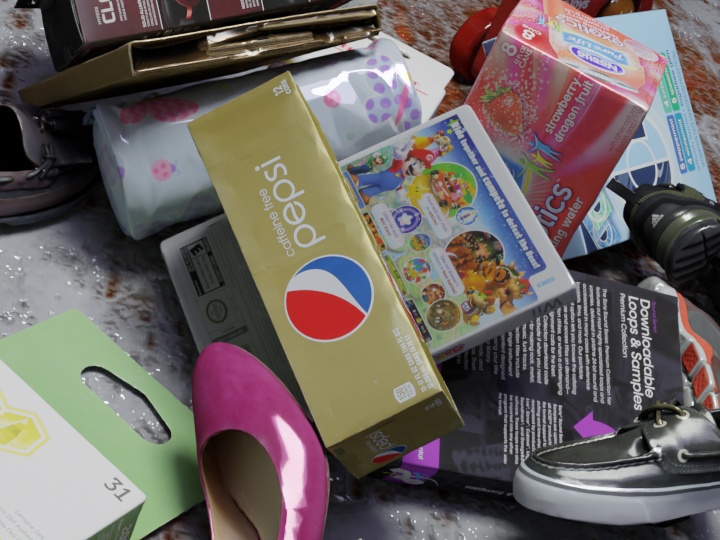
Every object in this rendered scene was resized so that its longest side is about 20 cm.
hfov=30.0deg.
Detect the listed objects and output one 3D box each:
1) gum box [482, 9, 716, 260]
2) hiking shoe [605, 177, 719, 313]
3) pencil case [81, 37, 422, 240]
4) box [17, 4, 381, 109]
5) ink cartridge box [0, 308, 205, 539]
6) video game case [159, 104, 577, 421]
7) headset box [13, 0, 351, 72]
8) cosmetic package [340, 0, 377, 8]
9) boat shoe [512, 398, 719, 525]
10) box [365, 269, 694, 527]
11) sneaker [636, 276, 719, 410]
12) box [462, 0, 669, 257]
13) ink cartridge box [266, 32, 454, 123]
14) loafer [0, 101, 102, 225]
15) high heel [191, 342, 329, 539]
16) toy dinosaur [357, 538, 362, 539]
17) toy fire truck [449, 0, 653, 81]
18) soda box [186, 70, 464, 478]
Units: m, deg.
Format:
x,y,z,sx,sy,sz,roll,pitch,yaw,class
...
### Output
x,y,z,sx,sy,sz,roll,pitch,yaw,class
0.191,-0.108,1.038,0.200,0.044,0.171,-16,91,-45,gum box
0.254,-0.026,0.986,0.101,0.076,0.200,51,16,32,hiking shoe
-0.062,-0.081,0.812,0.199,0.083,0.091,-15,8,-12,pencil case
-0.106,-0.130,0.835,0.163,0.021,0.200,-15,9,-30,box
-0.156,0.077,0.639,0.145,0.048,0.200,39,38,18,ink cartridge box
0.000,0.000,0.751,0.199,0.018,0.143,-24,56,-2,video game case
-0.116,-0.182,0.848,0.199,0.075,0.149,-14,6,-17,headset box
-0.086,-0.244,1.069,0.199,0.102,0.074,16,34,-13,cosmetic package
0.177,0.097,0.729,0.199,0.057,0.069,-2,11,-15,boat shoe
0.100,0.065,0.787,0.199,0.036,0.144,13,62,-18,box
0.225,0.078,0.870,0.082,0.077,0.200,23,34,-16,sneaker
0.100,-0.062,0.857,0.102,0.200,0.095,30,33,4,box
-0.015,-0.106,0.960,0.117,0.067,0.200,28,35,3,ink cartridge box
-0.212,-0.065,0.776,0.072,0.063,0.200,38,35,17,loafer
-0.061,0.121,0.607,0.096,0.067,0.201,4,60,-45,high heel
-0.020,0.215,0.525,0.101,0.058,0.201,-1,66,-35,toy dinosaur
0.183,-0.211,1.143,0.200,0.168,0.112,-10,48,-41,toy fire truck
-0.020,0.000,0.694,0.200,0.064,0.068,64,3,25,soda box
